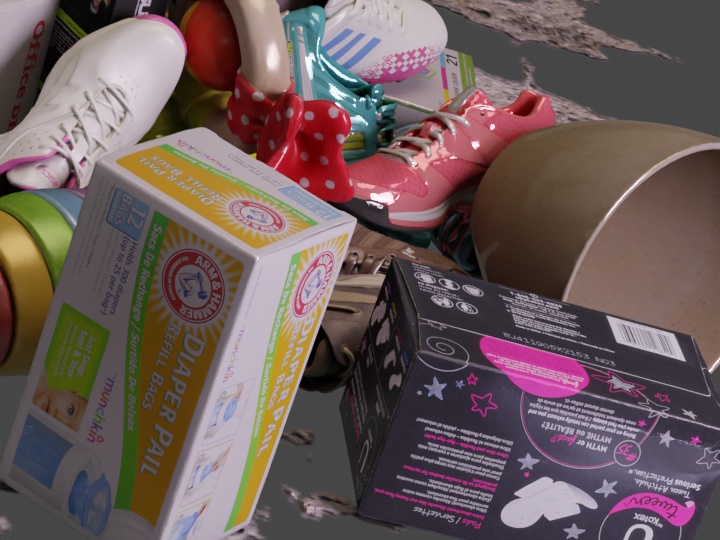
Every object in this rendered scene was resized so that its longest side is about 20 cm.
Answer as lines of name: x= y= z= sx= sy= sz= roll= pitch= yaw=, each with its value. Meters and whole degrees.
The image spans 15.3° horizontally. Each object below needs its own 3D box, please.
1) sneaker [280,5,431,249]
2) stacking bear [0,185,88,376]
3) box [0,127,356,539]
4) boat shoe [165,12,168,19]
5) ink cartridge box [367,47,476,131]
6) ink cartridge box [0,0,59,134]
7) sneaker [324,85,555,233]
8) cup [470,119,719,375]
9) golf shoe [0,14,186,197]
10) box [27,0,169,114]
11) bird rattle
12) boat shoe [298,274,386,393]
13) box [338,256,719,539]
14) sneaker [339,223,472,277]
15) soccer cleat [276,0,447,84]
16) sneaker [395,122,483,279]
sneaker: x=-0.006 y=-0.090 z=1.844 sx=0.200 sy=0.079 sz=0.078 roll=56 pitch=8 yaw=-17
stacking bear: x=-0.202 y=0.014 z=1.529 sx=0.199 sy=0.122 sz=0.113 roll=-16 pitch=34 yaw=-41
box: x=-0.098 y=0.042 z=1.425 sx=0.112 sy=0.201 sz=0.101 roll=30 pitch=26 yaw=22
boat shoe: x=-0.120 y=-0.108 z=1.831 sx=0.200 sy=0.073 sz=0.065 roll=51 pitch=-16 yaw=-32
ink cartridge box: x=-0.018 y=-0.132 z=2.016 sx=0.199 sy=0.076 sz=0.148 roll=17 pitch=24 yaw=-9
ink cartridge box: x=-0.313 y=-0.124 z=1.682 sx=0.144 sy=0.148 sz=0.200 roll=29 pitch=25 yaw=22
sneaker: x=0.054 y=-0.081 z=1.804 sx=0.199 sy=0.087 sz=0.074 roll=-10 pitch=23 yaw=-39
cup: x=0.155 y=-0.019 z=1.766 sx=0.200 sy=0.201 sz=0.143 roll=-4 pitch=27 yaw=-42
golf shoe: x=-0.178 y=-0.074 z=1.637 sx=0.075 sy=0.200 sz=0.092 roll=47 pitch=-2 yaw=-25
box: x=-0.206 y=-0.154 z=1.770 sx=0.047 sy=0.194 sz=0.200 roll=1 pitch=29 yaw=-37
bird rattle: x=-0.084 y=-0.118 z=1.683 sx=0.112 sy=0.164 sz=0.200 roll=-12 pitch=9 yaw=-19
boat shoe: x=-0.023 y=0.044 z=1.660 sx=0.199 sy=0.075 sz=0.074 roll=15 pitch=43 yaw=-9
box: x=0.100 y=0.090 z=1.584 sx=0.199 sy=0.115 sz=0.132 roll=15 pitch=23 yaw=-13
sneaker: x=0.000 y=0.000 z=1.717 sx=0.199 sy=0.071 sz=0.075 roll=12 pitch=3 yaw=-33
soccer cleat: x=-0.007 y=-0.177 z=1.911 sx=0.199 sy=0.086 sz=0.070 roll=-10 pitch=58 yaw=-37
sneaker: x=0.083 y=-0.041 z=1.897 sx=0.199 sy=0.080 sz=0.095 roll=28 pitch=27 yaw=18
